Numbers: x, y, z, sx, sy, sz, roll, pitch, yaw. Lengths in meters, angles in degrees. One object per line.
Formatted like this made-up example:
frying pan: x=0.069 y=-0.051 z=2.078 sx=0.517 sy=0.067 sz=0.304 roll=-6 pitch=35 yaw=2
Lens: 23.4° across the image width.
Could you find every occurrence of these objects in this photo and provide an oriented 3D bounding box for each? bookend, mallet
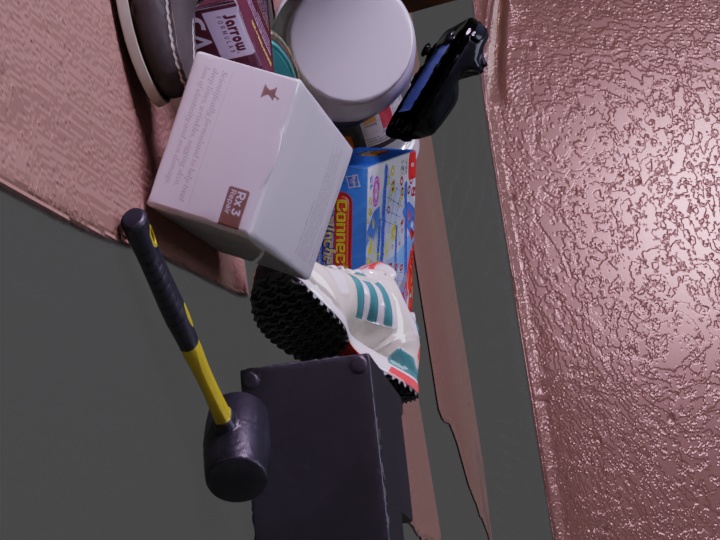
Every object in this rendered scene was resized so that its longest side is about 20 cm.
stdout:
bookend: x=-0.014 y=0.177 z=1.241 sx=0.200 sy=0.092 sz=0.200 roll=57 pitch=26 yaw=-76
mallet: x=-0.096 y=0.054 z=1.002 sx=0.066 sy=0.041 sz=0.200 roll=-97 pitch=169 yaw=-46

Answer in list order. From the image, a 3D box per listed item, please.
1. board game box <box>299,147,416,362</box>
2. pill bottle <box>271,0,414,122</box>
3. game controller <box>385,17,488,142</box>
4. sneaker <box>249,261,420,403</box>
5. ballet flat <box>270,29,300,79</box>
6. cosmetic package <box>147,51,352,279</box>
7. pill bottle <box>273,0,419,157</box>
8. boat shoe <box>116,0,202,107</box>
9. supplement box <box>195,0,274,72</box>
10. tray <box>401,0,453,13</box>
board game box: x=0.000 y=0.000 z=1.488 sx=0.200 sy=0.056 sz=0.197 roll=-33 pitch=125 yaw=-74
pill bottle: x=-0.017 y=-0.175 z=1.400 sx=0.200 sy=0.116 sz=0.117 roll=-167 pitch=-114 yaw=-83
game controller: x=0.058 y=-0.151 z=1.401 sx=0.042 sy=0.104 sz=0.200 roll=40 pitch=0 yaw=-5
sneaker: x=-0.015 y=0.024 z=1.332 sx=0.200 sy=0.070 sz=0.094 roll=43 pitch=45 yaw=-43
ballet flat: x=-0.075 y=-0.117 z=1.310 sx=0.200 sy=0.070 sz=0.071 roll=71 pitch=12 yaw=-49
cosmetic package: x=-0.066 y=-0.062 z=1.111 sx=0.200 sy=0.074 sz=0.102 roll=45 pitch=63 yaw=-76
pill bottle: x=-0.007 y=-0.180 z=1.679 sx=0.200 sy=0.116 sz=0.117 roll=72 pitch=11 yaw=-49
boat shoe: x=-0.118 y=-0.202 z=1.056 sx=0.072 sy=0.060 sz=0.202 roll=34 pitch=47 yaw=-81
supplement box: x=-0.105 y=-0.226 z=1.194 sx=0.109 sy=0.061 sz=0.201 roll=67 pitch=14 yaw=-59
tray: x=0.009 y=-0.257 z=1.473 sx=0.037 sy=0.098 sz=0.200 roll=-62 pitch=-159 yaw=-11
